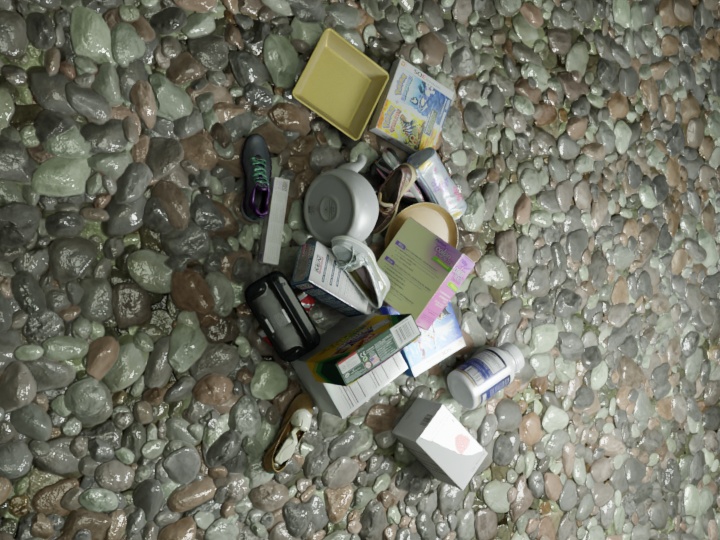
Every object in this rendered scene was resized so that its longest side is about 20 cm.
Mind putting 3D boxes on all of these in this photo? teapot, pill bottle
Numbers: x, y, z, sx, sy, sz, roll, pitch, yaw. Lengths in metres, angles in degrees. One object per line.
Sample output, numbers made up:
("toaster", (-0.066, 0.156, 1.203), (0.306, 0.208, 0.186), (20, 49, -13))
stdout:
("teapot", (-0.027, -0.140, 1.627), (0.146, 0.200, 0.198), (-4, 50, -50))
("pill bottle", (0.337, 0.273, 1.844), (0.199, 0.111, 0.112), (-28, 102, -25))

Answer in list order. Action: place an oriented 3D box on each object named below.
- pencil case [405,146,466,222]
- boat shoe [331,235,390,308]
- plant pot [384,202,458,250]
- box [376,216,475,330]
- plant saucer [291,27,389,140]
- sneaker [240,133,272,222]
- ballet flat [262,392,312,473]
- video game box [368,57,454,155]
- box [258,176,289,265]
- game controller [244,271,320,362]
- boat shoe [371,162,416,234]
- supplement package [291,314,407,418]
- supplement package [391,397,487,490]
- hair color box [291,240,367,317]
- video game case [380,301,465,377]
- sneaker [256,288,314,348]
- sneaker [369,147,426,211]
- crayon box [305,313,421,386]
("pencil case", (0.195, -0.216, 1.768), (0.200, 0.083, 0.091), (53, 35, -30))
("boat shoe", (-0.001, 0.001, 1.567), (0.202, 0.074, 0.065), (54, 41, -35))
("plant pot", (0.152, -0.077, 1.764), (0.198, 0.027, 0.202), (-5, 109, -16))
("box", (0.139, 0.008, 1.665), (0.201, 0.176, 0.097), (-55, 150, 4))
("plant saucer", (-0.053, -0.444, 1.677), (0.199, 0.048, 0.201), (31, 76, -24))
("sneaker", (-0.223, -0.211, 1.563), (0.074, 0.087, 0.202), (-1, 90, -28))
("ballet flat", (-0.158, 0.379, 1.603), (0.068, 0.072, 0.201), (38, 73, -21))
("video game box", (0.133, -0.409, 1.778), (0.181, 0.047, 0.201), (24, 79, -24))
("box", (-0.200, -0.114, 1.602), (0.041, 0.039, 0.202), (9, 86, -26))
("game controller", (-0.174, 0.105, 1.555), (0.104, 0.042, 0.201), (-29, 98, 1))
("boat shoe", (0.060, -0.170, 1.670), (0.072, 0.200, 0.072), (43, 29, 14))
("supplement package", (-0.029, 0.217, 1.626), (0.199, 0.152, 0.151), (-34, 103, -23))
("supplement package", (0.203, 0.439, 1.766), (0.200, 0.120, 0.121), (48, 69, -20))
("hair color box", (-0.063, 0.023, 1.590), (0.200, 0.060, 0.101), (34, 57, -41))
("video game case", (0.163, 0.144, 1.790), (0.180, 0.045, 0.201), (-27, 102, -26))
("sneaker", (-0.136, 0.111, 1.617), (0.200, 0.071, 0.113), (-44, 105, -13))
("sneaker", (0.090, -0.215, 1.746), (0.086, 0.081, 0.200), (-31, 121, 14))
("crayon box", (0.004, 0.164, 1.463), (0.199, 0.172, 0.059), (-31, 99, -24))
